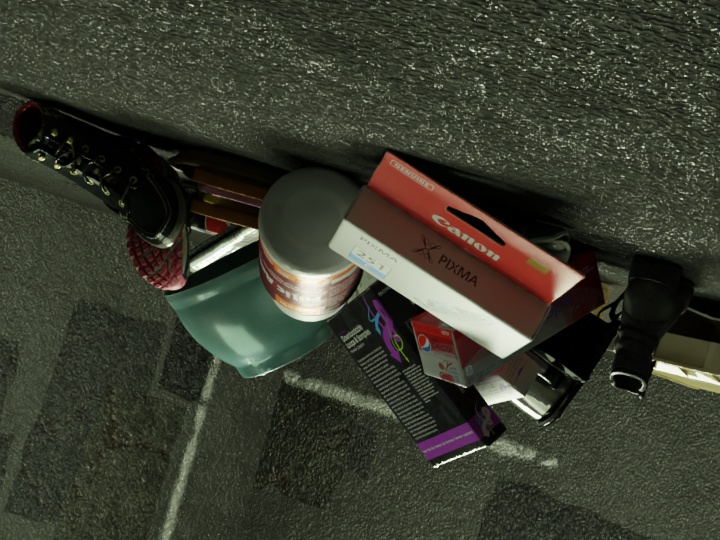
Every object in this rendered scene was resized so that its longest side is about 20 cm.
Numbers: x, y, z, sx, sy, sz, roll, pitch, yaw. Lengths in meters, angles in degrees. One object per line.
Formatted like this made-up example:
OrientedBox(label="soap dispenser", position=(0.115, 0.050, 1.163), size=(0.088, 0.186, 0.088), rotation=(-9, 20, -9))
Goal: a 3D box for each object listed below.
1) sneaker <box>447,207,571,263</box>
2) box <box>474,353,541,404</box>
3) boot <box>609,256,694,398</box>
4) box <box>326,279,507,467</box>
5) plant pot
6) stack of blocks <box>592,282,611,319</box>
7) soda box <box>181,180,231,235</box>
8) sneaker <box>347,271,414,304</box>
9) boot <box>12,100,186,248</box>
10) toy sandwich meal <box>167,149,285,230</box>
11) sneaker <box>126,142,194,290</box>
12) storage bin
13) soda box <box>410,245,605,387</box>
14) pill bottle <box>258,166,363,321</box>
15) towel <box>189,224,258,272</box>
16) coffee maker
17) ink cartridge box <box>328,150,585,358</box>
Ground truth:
OrientedBox(label="sneaker", position=(0.130, -0.015, 1.327), size=(0.145, 0.078, 0.202), rotation=(18, 176, 12))
OrientedBox(label="box", position=(0.115, 0.120, 1.442), size=(0.039, 0.042, 0.200), rotation=(39, 153, -14))
OrientedBox(label="boot", position=(0.290, 0.064, 1.404), size=(0.069, 0.133, 0.200), rotation=(14, 176, 22))
OrientedBox(label="box", position=(0.055, 0.107, 1.426), size=(0.200, 0.036, 0.143), rotation=(52, 155, 0))
OrientedBox(label="plant pot", position=(-0.115, 0.043, 1.625), size=(0.199, 0.135, 0.200), rotation=(-25, -172, 4))
OrientedBox(label="stack of blocks", position=(0.202, 0.016, 1.670), size=(0.115, 0.059, 0.199), rotation=(13, 176, 43))
OrientedBox(label="soda box", position=(-0.176, -0.075, 1.948), size=(0.199, 0.064, 0.071), rotation=(14, 176, 31))
OrientedBox(label="sneaker", position=(0.000, 0.000, 1.649), size=(0.200, 0.085, 0.073), rotation=(46, 164, -13))
OrientedBox(label="boot", position=(-0.288, -0.106, 1.496), size=(0.153, 0.074, 0.204), rotation=(23, -162, -43))
OrientedBox(label="toy sandwich meal", position=(-0.136, -0.081, 1.565), size=(0.204, 0.071, 0.205), rotation=(16, 177, 1))
OrientedBox(label="sneaker", position=(-0.224, -0.061, 1.582), size=(0.080, 0.201, 0.075), rotation=(-34, 140, 22))
OrientedBox(label="storage bin", position=(0.434, 0.096, 1.607), size=(0.198, 0.094, 0.199), rotation=(20, 175, -42))
OrientedBox(label="soda box", position=(0.150, 0.040, 1.360), size=(0.199, 0.064, 0.070), rotation=(-28, -157, -30))
OrientedBox(label="pill bottle", position=(-0.050, -0.020, 1.420), size=(0.113, 0.115, 0.200), rotation=(16, 162, 2))
OrientedBox(label="towel", position=(-0.113, -0.026, 1.843), size=(0.199, 0.035, 0.192), rotation=(-30, 148, 31))
OrientedBox(label="coffee maker", position=(0.173, 0.042, 1.509), size=(0.199, 0.193, 0.135), rotation=(36, 153, 0))
OrientedBox(label="ink cartridge box", position=(0.077, -0.008, 1.198), size=(0.199, 0.045, 0.176), rotation=(32, 162, -1))
